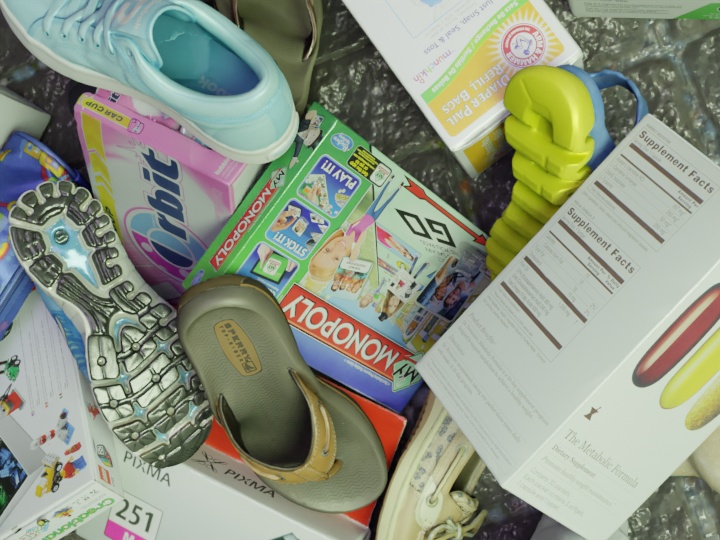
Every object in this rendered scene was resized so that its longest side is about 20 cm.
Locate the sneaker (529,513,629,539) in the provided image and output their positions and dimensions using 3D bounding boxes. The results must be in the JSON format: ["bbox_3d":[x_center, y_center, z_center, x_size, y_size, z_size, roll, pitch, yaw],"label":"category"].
[{"bbox_3d":[0.116,0.225,0.802,0.075,0.115,0.201,34,128,15],"label":"sneaker"}]

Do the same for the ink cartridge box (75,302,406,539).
[{"bbox_3d":[-0.085,0.142,0.850,0.198,0.043,0.176,24,111,15],"label":"ink cartridge box"}]

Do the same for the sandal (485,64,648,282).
[{"bbox_3d":[0.133,-0.045,0.780,0.086,0.202,0.079,-27,52,-30],"label":"sandal"}]

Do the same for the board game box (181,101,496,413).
[{"bbox_3d":[0.000,0.000,0.791,0.135,0.199,0.029,-54,45,5],"label":"board game box"}]

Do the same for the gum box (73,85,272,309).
[{"bbox_3d":[-0.110,-0.045,0.814,0.112,0.201,0.066,25,59,15],"label":"gum box"}]

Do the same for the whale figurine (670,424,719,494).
[{"bbox_3d":[0.235,0.063,0.783,0.200,0.103,0.160,39,96,39],"label":"whale figurine"}]

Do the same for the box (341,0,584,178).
[{"bbox_3d":[0.051,-0.175,0.828,0.101,0.112,0.201,-36,78,7],"label":"box"}]

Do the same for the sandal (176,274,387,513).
[{"bbox_3d":[-0.045,0.087,0.743,0.081,0.201,0.055,-22,38,6],"label":"sandal"}]

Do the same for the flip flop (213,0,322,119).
[{"bbox_3d":[-0.062,-0.172,0.840,0.080,0.058,0.202,11,43,-10],"label":"flip flop"}]

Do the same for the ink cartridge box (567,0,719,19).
[{"bbox_3d":[0.191,-0.218,0.749,0.144,0.200,0.085,5,86,14],"label":"ink cartridge box"}]

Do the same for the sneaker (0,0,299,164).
[{"bbox_3d":[-0.121,-0.137,0.701,0.198,0.082,0.074,27,72,8],"label":"sneaker"}]

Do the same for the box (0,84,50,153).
[{"bbox_3d":[-0.368,-0.081,0.886,0.170,0.200,0.201,29,92,17],"label":"box"}]

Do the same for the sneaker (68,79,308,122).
[{"bbox_3d":[-0.125,-0.118,0.898,0.198,0.074,0.086,24,97,24],"label":"sneaker"}]

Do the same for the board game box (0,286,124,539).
[{"bbox_3d":[-0.238,0.102,0.874,0.125,0.035,0.201,-31,49,11],"label":"board game box"}]

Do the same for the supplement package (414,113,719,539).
[{"bbox_3d":[0.150,0.035,0.714,0.200,0.113,0.110,-48,42,9],"label":"supplement package"}]

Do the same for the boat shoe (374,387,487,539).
[{"bbox_3d":[0.063,0.126,0.821,0.062,0.073,0.202,20,90,18],"label":"boat shoe"}]

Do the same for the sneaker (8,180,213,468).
[{"bbox_3d":[-0.160,0.035,0.831,0.078,0.090,0.202,-28,93,-15],"label":"sneaker"}]

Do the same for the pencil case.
[{"bbox_3d":[-0.264,0.002,0.881,0.086,0.078,0.201,24,73,26],"label":"pencil case"}]
